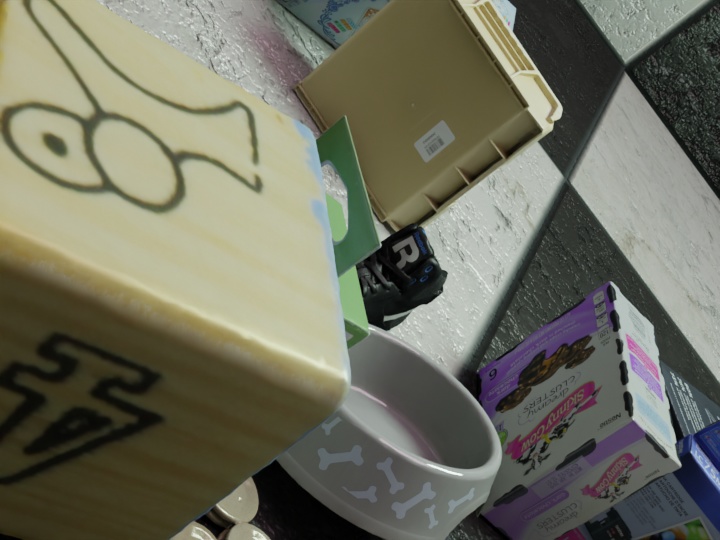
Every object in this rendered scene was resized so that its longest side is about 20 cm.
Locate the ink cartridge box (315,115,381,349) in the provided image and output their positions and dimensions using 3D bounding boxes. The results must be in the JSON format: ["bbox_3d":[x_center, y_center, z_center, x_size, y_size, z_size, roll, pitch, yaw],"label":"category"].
[{"bbox_3d":[-0.053,0.011,0.734,0.059,0.199,0.105,29,35,-40],"label":"ink cartridge box"}]

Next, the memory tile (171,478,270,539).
[{"bbox_3d":[-0.125,0.110,0.742,0.152,0.017,0.202,18,44,-52],"label":"memory tile"}]

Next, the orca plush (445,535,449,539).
[{"bbox_3d":[0.095,0.254,0.927,0.198,0.071,0.107,21,84,-35],"label":"orca plush"}]

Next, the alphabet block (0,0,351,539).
[{"bbox_3d":[-0.145,0.004,0.604,0.199,0.196,0.197,28,35,-34],"label":"alphabet block"}]

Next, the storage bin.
[{"bbox_3d":[0.069,-0.171,1.217,0.200,0.199,0.094,56,26,5],"label":"storage bin"}]

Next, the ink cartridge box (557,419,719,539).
[{"bbox_3d":[0.276,0.230,1.078,0.120,0.199,0.042,50,24,-5],"label":"ink cartridge box"}]

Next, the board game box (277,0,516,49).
[{"bbox_3d":[0.033,-0.296,1.318,0.198,0.198,0.044,34,57,-37],"label":"board game box"}]

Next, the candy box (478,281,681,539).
[{"bbox_3d":[0.190,0.130,1.090,0.071,0.167,0.201,42,27,-21],"label":"candy box"}]

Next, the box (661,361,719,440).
[{"bbox_3d":[0.361,0.215,1.360,0.199,0.104,0.149,35,30,-36],"label":"box"}]

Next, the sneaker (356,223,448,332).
[{"bbox_3d":[0.000,0.000,0.986,0.199,0.111,0.074,5,52,-59],"label":"sneaker"}]

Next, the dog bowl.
[{"bbox_3d":[0.016,0.109,0.875,0.198,0.059,0.201,30,20,-12],"label":"dog bowl"}]
